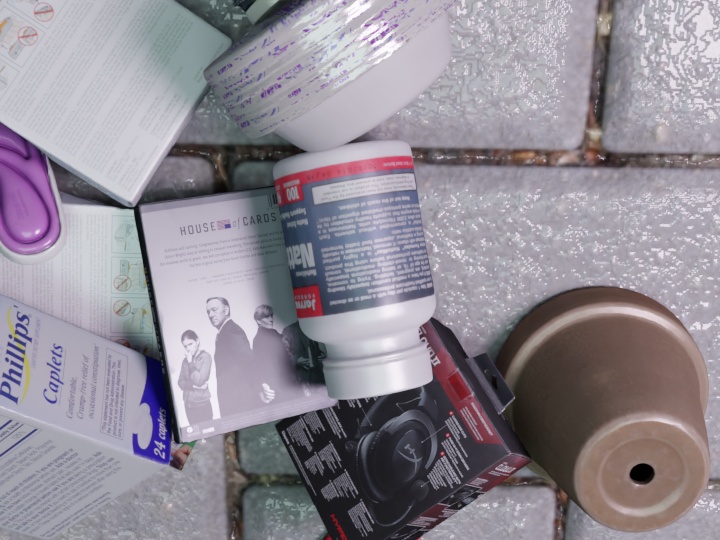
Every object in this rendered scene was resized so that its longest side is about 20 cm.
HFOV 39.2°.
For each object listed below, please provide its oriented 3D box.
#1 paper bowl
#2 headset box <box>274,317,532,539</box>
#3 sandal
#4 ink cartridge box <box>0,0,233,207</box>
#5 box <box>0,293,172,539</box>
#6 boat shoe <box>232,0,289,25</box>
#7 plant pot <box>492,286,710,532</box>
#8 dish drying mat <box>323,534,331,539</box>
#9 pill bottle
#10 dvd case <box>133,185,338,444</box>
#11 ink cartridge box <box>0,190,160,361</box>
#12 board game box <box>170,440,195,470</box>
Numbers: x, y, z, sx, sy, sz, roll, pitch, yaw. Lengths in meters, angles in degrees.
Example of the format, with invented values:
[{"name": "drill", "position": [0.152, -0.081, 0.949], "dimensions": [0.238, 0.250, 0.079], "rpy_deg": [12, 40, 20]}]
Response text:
[{"name": "paper bowl", "position": [-0.012, -0.167, 0.769], "dimensions": [0.200, 0.201, 0.105], "rpy_deg": [-32, 107, 10]}, {"name": "headset box", "position": [0.044, 0.149, 0.911], "dimensions": [0.200, 0.077, 0.149], "rpy_deg": [-37, 64, 11]}, {"name": "sandal", "position": [-0.295, -0.101, 0.828], "dimensions": [0.082, 0.050, 0.203], "rpy_deg": [-28, 77, -21]}, {"name": "ink cartridge box", "position": [-0.227, -0.171, 0.818], "dimensions": [0.200, 0.047, 0.161], "rpy_deg": [32, 82, -9]}, {"name": "box", "position": [-0.291, 0.125, 0.845], "dimensions": [0.184, 0.105, 0.200], "rpy_deg": [-34, 134, 31]}, {"name": "boat shoe", "position": [-0.029, -0.279, 0.793], "dimensions": [0.200, 0.075, 0.062], "rpy_deg": [-41, 100, 7]}, {"name": "plant pot", "position": [0.225, 0.135, 0.897], "dimensions": [0.199, 0.175, 0.201], "rpy_deg": [0, 110, 0]}, {"name": "dish drying mat", "position": [0.020, 0.264, 1.023], "dimensions": [0.077, 0.018, 0.200], "rpy_deg": [37, 106, -12]}, {"name": "pill bottle", "position": [0.000, 0.000, 0.844], "dimensions": [0.119, 0.120, 0.201], "rpy_deg": [-10, 90, 3]}, {"name": "dvd case", "position": [-0.104, 0.033, 0.868], "dimensions": [0.150, 0.025, 0.201], "rpy_deg": [-10, 90, -27]}, {"name": "ink cartridge box", "position": [-0.248, 0.012, 0.893], "dimensions": [0.199, 0.050, 0.163], "rpy_deg": [1, 109, -13]}, {"name": "board game box", "position": [-0.229, 0.090, 0.951], "dimensions": [0.199, 0.029, 0.135], "rpy_deg": [27, 106, -10]}]
